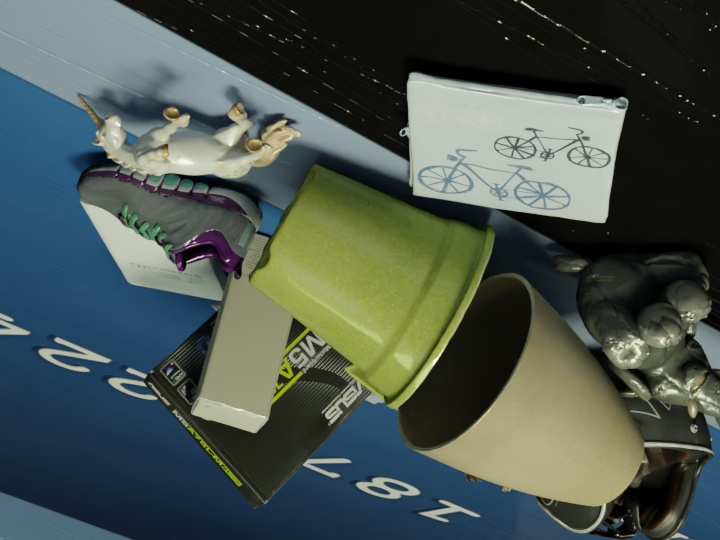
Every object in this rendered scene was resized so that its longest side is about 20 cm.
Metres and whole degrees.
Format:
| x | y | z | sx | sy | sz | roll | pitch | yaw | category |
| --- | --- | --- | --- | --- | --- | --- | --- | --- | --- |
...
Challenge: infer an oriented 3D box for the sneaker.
| x | y | z | sx | sy | sz | roll | pitch | yaw | category |
| --- | --- | --- | --- | --- | --- | --- | --- | --- | --- |
| -0.205 | -0.050 | 1.263 | 0.197 | 0.088 | 0.075 | 11 | 155 | 9 | sneaker |

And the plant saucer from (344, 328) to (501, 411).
| x | y | z | sx | sy | sz | roll | pitch | yaw | category |
| --- | --- | --- | --- | --- | --- | --- | --- | --- | --- |
| 0.115 | 0.124 | 1.347 | 0.199 | 0.048 | 0.199 | 38 | 147 | -21 | plant saucer |

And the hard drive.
| x | y | z | sx | sy | sz | roll | pitch | yaw | category |
| --- | --- | --- | --- | --- | --- | --- | --- | --- | --- |
| -0.232 | -0.028 | 1.418 | 0.130 | 0.027 | 0.201 | 10 | 156 | 11 | hard drive |

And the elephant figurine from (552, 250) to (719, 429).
| x | y | z | sx | sy | sz | roll | pitch | yaw | category |
| --- | --- | --- | --- | --- | --- | --- | --- | --- | --- |
| 0.290 | 0.081 | 1.208 | 0.140 | 0.156 | 0.201 | -17 | 137 | 13 | elephant figurine |

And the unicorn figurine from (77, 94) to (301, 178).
| x | y | z | sx | sy | sz | roll | pitch | yaw | category |
| --- | --- | --- | --- | --- | --- | --- | --- | --- | --- |
| -0.165 | -0.116 | 1.131 | 0.198 | 0.075 | 0.137 | 16 | 167 | -16 | unicorn figurine |

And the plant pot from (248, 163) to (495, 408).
| x | y | z | sx | sy | sz | roll | pitch | yaw | category |
| --- | --- | --- | --- | --- | --- | --- | --- | --- | --- |
| 0.000 | 0.000 | 1.178 | 0.183 | 0.202 | 0.200 | 29 | 154 | -6 | plant pot |

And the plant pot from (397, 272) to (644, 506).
| x | y | z | sx | sy | sz | roll | pitch | yaw | category |
| --- | --- | --- | --- | --- | --- | --- | --- | --- | --- |
| 0.168 | 0.136 | 1.170 | 0.199 | 0.189 | 0.187 | 35 | 149 | -22 | plant pot |

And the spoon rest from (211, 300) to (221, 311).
| x | y | z | sx | sy | sz | roll | pitch | yaw | category |
| --- | --- | --- | --- | --- | --- | --- | --- | --- | --- |
| -0.115 | 0.096 | 1.554 | 0.200 | 0.061 | 0.099 | 36 | 178 | -41 | spoon rest |

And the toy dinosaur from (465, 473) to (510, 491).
| x | y | z | sx | sy | sz | roll | pitch | yaw | category |
| --- | --- | --- | --- | --- | --- | --- | --- | --- | --- |
| 0.155 | 0.200 | 1.462 | 0.058 | 0.103 | 0.199 | -3 | -171 | -37 | toy dinosaur |

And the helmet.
| x | y | z | sx | sy | sz | roll | pitch | yaw | category |
| --- | --- | --- | --- | --- | --- | --- | --- | --- | --- |
| 0.297 | 0.199 | 1.400 | 0.198 | 0.193 | 0.200 | 18 | -171 | -3 | helmet |

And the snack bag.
| x | y | z | sx | sy | sz | roll | pitch | yaw | category |
| --- | --- | --- | --- | --- | --- | --- | --- | --- | --- |
| 0.127 | -0.106 | 1.057 | 0.186 | 0.022 | 0.201 | 10 | 155 | 10 | snack bag |

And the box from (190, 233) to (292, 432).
| x | y | z | sx | sy | sz | roll | pitch | yaw | category |
| --- | --- | --- | --- | --- | --- | --- | --- | --- | --- |
| -0.120 | 0.066 | 1.340 | 0.081 | 0.202 | 0.068 | 19 | 156 | -10 | box |

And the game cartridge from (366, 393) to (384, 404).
| x | y | z | sx | sy | sz | roll | pitch | yaw | category |
| --- | --- | --- | --- | --- | --- | --- | --- | --- | --- |
| 0.022 | 0.113 | 1.493 | 0.132 | 0.041 | 0.199 | 26 | 154 | -30 | game cartridge |

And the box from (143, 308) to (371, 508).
| x | y | z | sx | sy | sz | roll | pitch | yaw | category |
| --- | --- | --- | --- | --- | --- | --- | --- | --- | --- |
| -0.111 | 0.130 | 1.396 | 0.193 | 0.200 | 0.048 | 48 | 151 | 1 | box |
